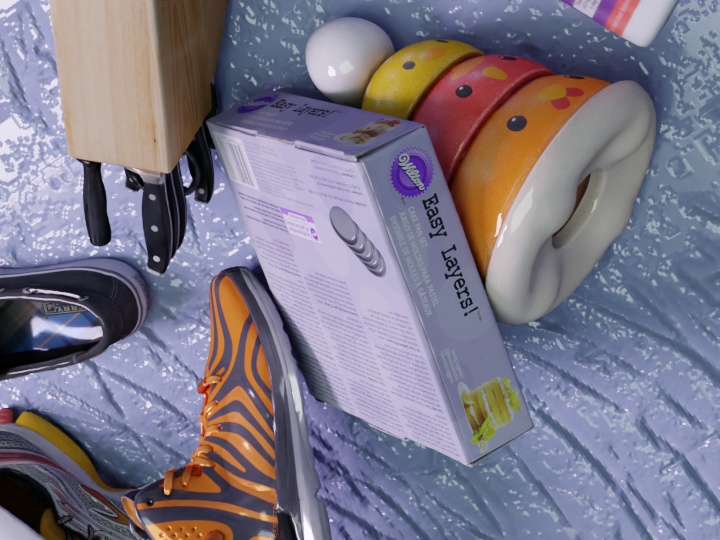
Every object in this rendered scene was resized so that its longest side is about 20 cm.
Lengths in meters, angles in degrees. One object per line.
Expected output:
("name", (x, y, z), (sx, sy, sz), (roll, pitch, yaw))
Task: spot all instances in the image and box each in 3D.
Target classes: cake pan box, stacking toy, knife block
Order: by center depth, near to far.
("stacking toy", (0.048, -0.076, 1.386), (0.199, 0.146, 0.147), (32, 119, 21))
("cake pan box", (0.000, 0.000, 1.394), (0.200, 0.052, 0.185), (16, 129, 61))
("knife block", (-0.127, -0.094, 1.400), (0.063, 0.200, 0.177), (9, 85, 14))

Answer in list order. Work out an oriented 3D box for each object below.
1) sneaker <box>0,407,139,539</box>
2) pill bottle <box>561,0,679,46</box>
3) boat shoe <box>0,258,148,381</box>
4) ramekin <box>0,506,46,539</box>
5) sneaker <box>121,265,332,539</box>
("sneaker", (-0.169, 0.170, 1.570), (0.199, 0.082, 0.078), (31, 117, 3))
("pill bottle", (0.091, -0.211, 1.309), (0.199, 0.111, 0.112), (31, 118, 3))
("boat shoe", (-0.225, 0.040, 1.543), (0.198, 0.066, 0.070), (-6, 109, 20))
("ramekin", (-0.243, 0.225, 1.558), (0.200, 0.098, 0.201), (29, 150, 18))
("sneaker", (-0.087, 0.099, 1.465), (0.111, 0.078, 0.202), (-11, 74, -9))
